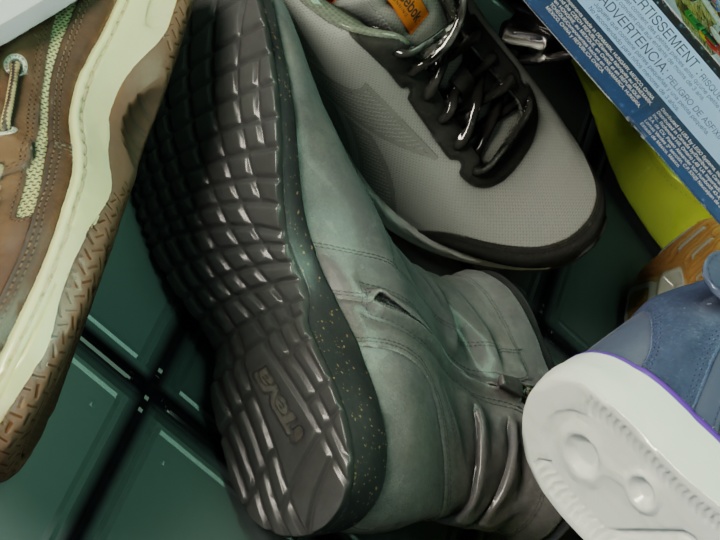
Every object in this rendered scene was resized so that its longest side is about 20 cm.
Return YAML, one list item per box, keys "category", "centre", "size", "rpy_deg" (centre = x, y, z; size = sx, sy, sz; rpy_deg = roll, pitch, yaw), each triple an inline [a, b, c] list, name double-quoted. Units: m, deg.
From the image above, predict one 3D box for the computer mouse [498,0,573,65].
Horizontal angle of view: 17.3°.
- category: "computer mouse"
  centre: [0.011, -0.144, 0.916]
  size: [0.200, 0.053, 0.138]
  rpy_deg: [44, 14, 0]

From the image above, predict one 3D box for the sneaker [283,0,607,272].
- category: "sneaker"
  centre: [0.016, -0.071, 0.829]
  size: [0.200, 0.079, 0.074]
  rpy_deg: [43, 69, -20]

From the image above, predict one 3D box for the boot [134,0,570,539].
- category: "boot"
  centre: [0.000, 0.000, 0.796]
  size: [0.132, 0.070, 0.200]
  rpy_deg: [7, 66, -48]

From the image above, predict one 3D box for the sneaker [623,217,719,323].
- category: "sneaker"
  centre: [0.146, 0.065, 0.879]
  size: [0.088, 0.076, 0.200]
  rpy_deg: [38, 39, -18]

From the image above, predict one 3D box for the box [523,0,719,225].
- category: "box"
  centre: [0.115, -0.100, 0.862]
  size: [0.137, 0.038, 0.200]
  rpy_deg: [46, 23, -14]

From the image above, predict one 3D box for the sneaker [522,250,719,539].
- category: "sneaker"
  centre: [0.160, 0.078, 0.744]
  size: [0.146, 0.081, 0.200]
  rpy_deg: [-23, 59, -38]

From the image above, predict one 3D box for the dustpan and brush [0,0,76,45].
- category: "dustpan and brush"
  centre: [-0.182, -0.131, 0.700]
  size: [0.200, 0.057, 0.140]
  rpy_deg: [28, 39, 19]

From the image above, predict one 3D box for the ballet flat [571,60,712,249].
- category: "ballet flat"
  centre: [0.128, -0.079, 0.984]
  size: [0.067, 0.067, 0.200]
  rpy_deg: [-19, 70, -21]

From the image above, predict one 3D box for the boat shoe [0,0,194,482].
- category: "boat shoe"
  centre: [-0.107, -0.024, 0.700]
  size: [0.075, 0.075, 0.202]
  rpy_deg: [19, 42, -6]
